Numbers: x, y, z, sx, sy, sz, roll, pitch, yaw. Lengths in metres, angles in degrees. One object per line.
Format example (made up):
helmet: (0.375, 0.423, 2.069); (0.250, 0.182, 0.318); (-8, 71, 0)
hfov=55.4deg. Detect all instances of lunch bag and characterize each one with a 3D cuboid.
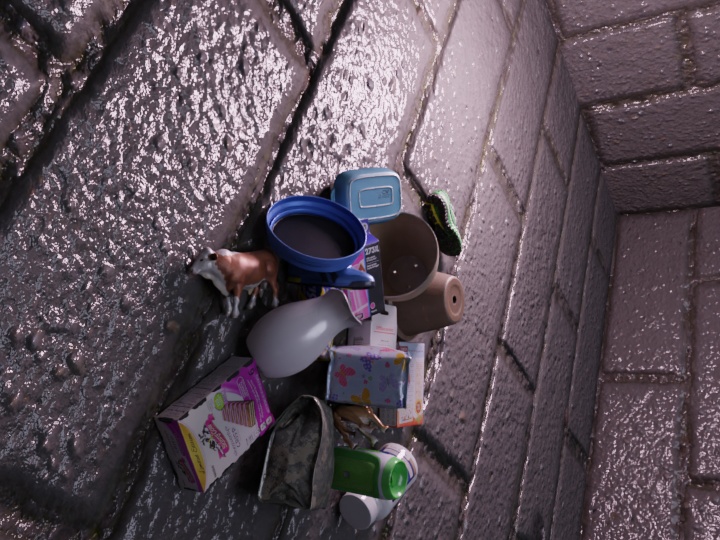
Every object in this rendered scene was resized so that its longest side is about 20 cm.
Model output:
lunch bag: (0.019, 0.215, 1.398); (0.200, 0.166, 0.130); (35, 60, -88)
lunch bag: (-0.107, 0.333, 1.273); (0.164, 0.115, 0.204); (64, 34, -71)

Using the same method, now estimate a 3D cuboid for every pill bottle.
pill bottle: (0.038, 0.480, 1.523); (0.199, 0.109, 0.113); (-30, 112, -54)

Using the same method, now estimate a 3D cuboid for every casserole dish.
casserole dish: (0.023, -0.158, 1.473); (0.198, 0.038, 0.124); (-11, 103, -39)

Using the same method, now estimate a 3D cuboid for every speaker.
speaker: (-0.006, 0.403, 1.377); (0.088, 0.197, 0.090); (2, 88, -55)

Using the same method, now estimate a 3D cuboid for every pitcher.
pitcher: (-0.108, 0.105, 1.279); (0.122, 0.198, 0.172); (60, -2, -11)

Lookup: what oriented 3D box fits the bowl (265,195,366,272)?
bowl: (-0.087, -0.071, 1.321); (0.200, 0.199, 0.040); (-43, 158, -49)

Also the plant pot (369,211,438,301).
plant pot: (0.092, -0.014, 1.570); (0.135, 0.197, 0.204); (51, 46, -64)

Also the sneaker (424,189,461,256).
sneaker: (0.246, -0.133, 1.921); (0.085, 0.077, 0.203); (-44, 123, -49)

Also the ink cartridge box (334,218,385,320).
ink cartridge box: (0.000, 0.000, 1.433); (0.094, 0.037, 0.204); (-17, 106, -37)

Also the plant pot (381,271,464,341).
plant pot: (0.155, 0.073, 1.680); (0.199, 0.172, 0.204); (7, 81, -55)

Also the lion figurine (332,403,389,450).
lion figurine: (-0.016, 0.306, 1.417); (0.073, 0.122, 0.200); (-50, 156, -2)

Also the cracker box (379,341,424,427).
cracker box: (0.103, 0.278, 1.687); (0.133, 0.057, 0.204); (14, 77, -56)

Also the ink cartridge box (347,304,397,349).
ink cartridge box: (0.026, 0.178, 1.569); (0.116, 0.067, 0.204); (15, 76, -56)

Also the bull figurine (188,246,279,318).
bull figurine: (-0.215, 0.015, 1.217); (0.199, 0.064, 0.124); (-10, 99, -54)

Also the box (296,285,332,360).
box: (-0.089, 0.078, 1.404); (0.070, 0.063, 0.204); (32, 60, -51)

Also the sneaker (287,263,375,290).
sneaker: (-0.059, -0.005, 1.332); (0.066, 0.197, 0.080); (17, 81, -58)

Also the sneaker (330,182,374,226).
sneaker: (0.017, -0.150, 1.550); (0.199, 0.088, 0.080); (28, 50, -54)

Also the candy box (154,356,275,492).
candy box: (-0.240, 0.254, 1.160); (0.200, 0.060, 0.139); (-40, 120, -50)
